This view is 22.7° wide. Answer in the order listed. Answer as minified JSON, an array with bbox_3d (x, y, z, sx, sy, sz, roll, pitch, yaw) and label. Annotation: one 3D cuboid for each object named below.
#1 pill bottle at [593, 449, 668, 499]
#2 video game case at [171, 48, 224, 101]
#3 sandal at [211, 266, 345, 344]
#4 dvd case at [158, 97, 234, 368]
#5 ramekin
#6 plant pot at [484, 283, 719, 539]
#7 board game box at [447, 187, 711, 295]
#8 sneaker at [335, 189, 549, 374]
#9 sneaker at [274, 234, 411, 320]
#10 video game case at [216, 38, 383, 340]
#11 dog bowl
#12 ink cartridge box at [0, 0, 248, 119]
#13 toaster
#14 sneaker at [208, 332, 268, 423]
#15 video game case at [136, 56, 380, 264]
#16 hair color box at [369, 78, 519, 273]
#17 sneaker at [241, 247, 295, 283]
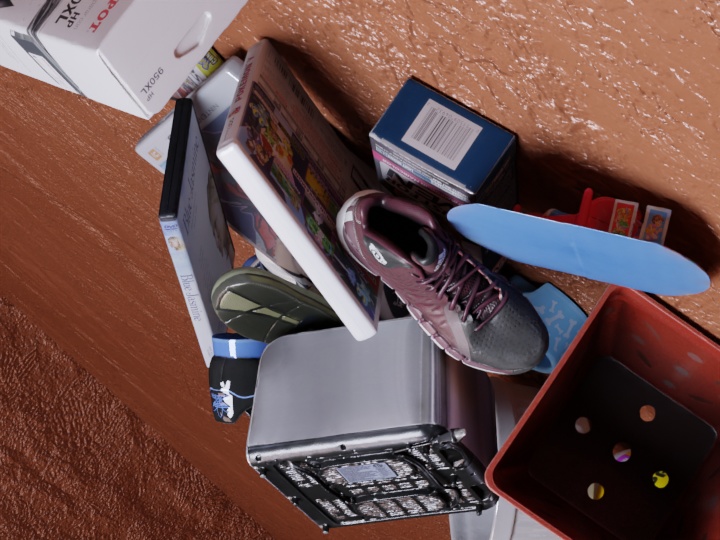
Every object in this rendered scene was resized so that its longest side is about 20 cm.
[{"bbox_3d":[0.292,0.234,1.761,0.104,0.105,0.199,44,162,-28],"label":"pill bottle"},{"bbox_3d":[-0.208,-0.218,1.639,0.199,0.026,0.181,19,158,47],"label":"video game case"},{"bbox_3d":[-0.052,0.039,1.536,0.201,0.080,0.058,40,-157,-45],"label":"sandal"},{"bbox_3d":[-0.141,-0.031,1.579,0.017,0.143,0.201,-4,138,8],"label":"dvd case"},{"bbox_3d":[0.162,0.211,1.808,0.104,0.202,0.200,5,168,-10],"label":"ramekin"},{"bbox_3d":[0.231,0.152,1.509,0.199,0.201,0.176,34,174,4],"label":"plant pot"},{"bbox_3d":[0.165,-0.031,1.326,0.198,0.039,0.158,14,170,16],"label":"board game box"},{"bbox_3d":[0.066,0.010,1.376,0.199,0.076,0.116,36,173,-2],"label":"sneaker"},{"bbox_3d":[0.000,0.000,1.574,0.129,0.080,0.200,15,144,13],"label":"sneaker"},{"bbox_3d":[-0.040,-0.067,1.453,0.200,0.023,0.183,54,-157,-25],"label":"video game case"},{"bbox_3d":[0.114,0.021,1.614,0.199,0.050,0.112,35,165,2],"label":"dog bowl"},{"bbox_3d":[-0.202,-0.217,1.401,0.199,0.145,0.084,22,159,40],"label":"ink cartridge box"},{"bbox_3d":[0.022,0.133,1.509,0.198,0.120,0.181,-9,151,20],"label":"toaster"},{"bbox_3d":[-0.063,0.096,1.623,0.070,0.079,0.199,6,-177,42],"label":"sneaker"},{"bbox_3d":[-0.085,-0.087,1.622,0.200,0.023,0.182,39,144,-15],"label":"video game case"},{"bbox_3d":[0.071,-0.064,1.432,0.100,0.061,0.200,31,165,17],"label":"hair color box"},{"bbox_3d":[-0.082,-0.014,1.900,0.199,0.081,0.147,25,154,45],"label":"sneaker"}]
